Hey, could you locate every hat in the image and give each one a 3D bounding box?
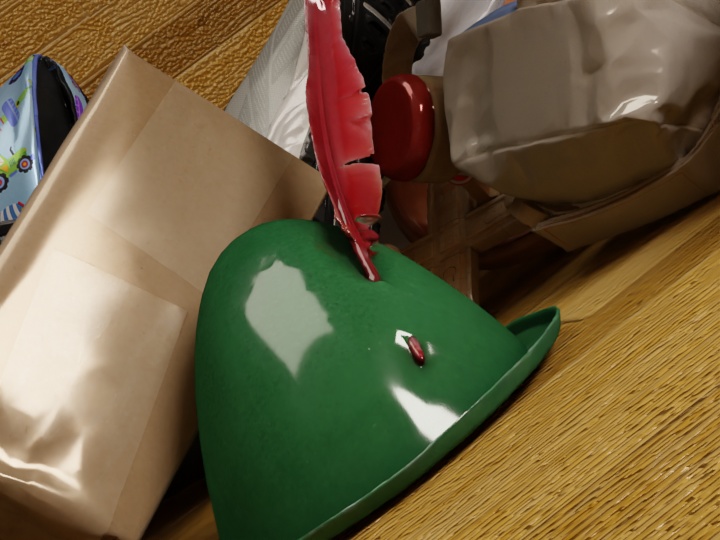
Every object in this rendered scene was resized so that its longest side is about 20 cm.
[{"bbox_3d":[-0.040,-0.006,0.898,0.165,0.176,0.200,-35,4,14],"label":"hat"}]

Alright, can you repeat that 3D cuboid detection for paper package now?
[{"bbox_3d":[-0.119,0.044,1.013,0.201,0.103,0.191,-63,8,-33],"label":"paper package"}]

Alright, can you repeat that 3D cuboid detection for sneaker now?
[{"bbox_3d":[-0.024,-0.087,1.124,0.079,0.074,0.201,-6,56,38],"label":"sneaker"}]

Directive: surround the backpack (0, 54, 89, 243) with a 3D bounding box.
[{"bbox_3d":[-0.181,-0.002,1.311,0.134,0.201,0.183,-12,-20,7],"label":"backpack"}]

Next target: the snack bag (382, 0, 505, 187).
[{"bbox_3d":[-0.027,-0.061,1.210,0.200,0.021,0.188,-51,25,-9],"label":"snack bag"}]

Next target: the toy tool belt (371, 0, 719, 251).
[{"bbox_3d":[0.102,-0.069,1.034,0.122,0.126,0.200,2,-10,-30],"label":"toy tool belt"}]

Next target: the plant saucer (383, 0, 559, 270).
[{"bbox_3d":[0.090,-0.089,1.171,0.200,0.037,0.201,-30,45,36],"label":"plant saucer"}]

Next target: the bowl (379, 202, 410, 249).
[{"bbox_3d":[-0.006,-0.047,1.383,0.200,0.091,0.201,-19,8,3],"label":"bowl"}]

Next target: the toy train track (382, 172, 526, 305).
[{"bbox_3d":[0.000,0.000,1.128,0.199,0.033,0.115,-29,35,24],"label":"toy train track"}]

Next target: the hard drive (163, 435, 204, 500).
[{"bbox_3d":[-0.143,0.093,1.239,0.139,0.033,0.200,5,-25,-37],"label":"hard drive"}]
